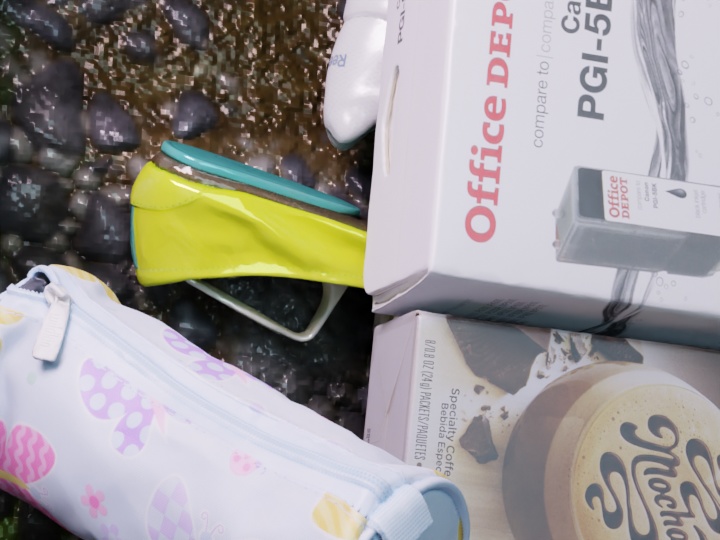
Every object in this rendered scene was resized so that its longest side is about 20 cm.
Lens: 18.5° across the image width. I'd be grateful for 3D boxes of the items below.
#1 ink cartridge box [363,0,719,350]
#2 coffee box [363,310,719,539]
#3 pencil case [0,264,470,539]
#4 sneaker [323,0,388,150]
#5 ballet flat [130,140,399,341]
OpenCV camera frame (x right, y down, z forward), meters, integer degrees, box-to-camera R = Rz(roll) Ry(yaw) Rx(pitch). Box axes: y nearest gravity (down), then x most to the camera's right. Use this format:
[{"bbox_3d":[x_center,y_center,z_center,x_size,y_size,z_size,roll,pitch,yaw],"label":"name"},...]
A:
[{"bbox_3d":[0.112,-0.047,0.859,0.199,0.083,0.148,7,79,-15],"label":"ink cartridge box"},{"bbox_3d":[0.104,0.085,0.858,0.199,0.080,0.114,7,82,-12],"label":"coffee box"},{"bbox_3d":[-0.056,0.071,0.794,0.083,0.199,0.091,-23,132,-46],"label":"pencil case"},{"bbox_3d":[0.073,-0.058,0.939,0.199,0.075,0.088,21,82,-7],"label":"sneaker"},{"bbox_3d":[0.000,0.000,0.903,0.199,0.067,0.067,12,97,-15],"label":"ballet flat"}]
